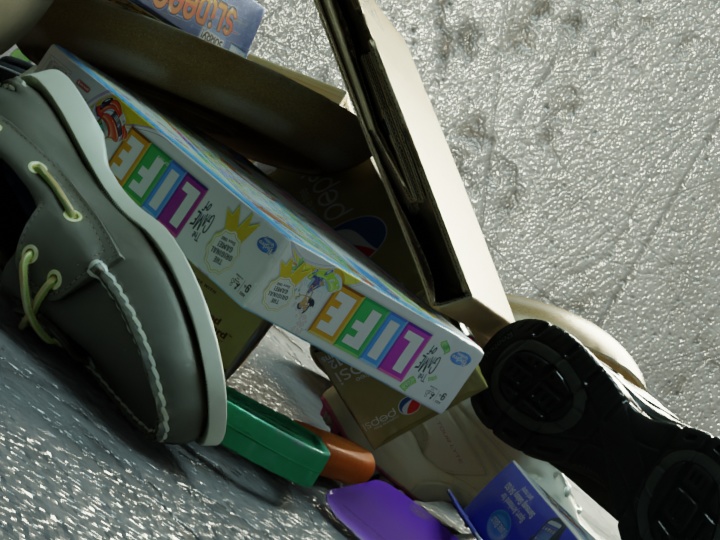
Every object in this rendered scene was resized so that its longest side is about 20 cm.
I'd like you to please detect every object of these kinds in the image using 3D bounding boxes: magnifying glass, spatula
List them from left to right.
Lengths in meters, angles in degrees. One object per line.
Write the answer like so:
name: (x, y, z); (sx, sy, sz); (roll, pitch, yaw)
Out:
magnifying glass: (-0.033, 0.071, 1.021); (0.080, 0.022, 0.200); (30, -2, 20)
spatula: (0.037, 0.122, 1.085); (0.056, 0.021, 0.200); (38, 3, 22)

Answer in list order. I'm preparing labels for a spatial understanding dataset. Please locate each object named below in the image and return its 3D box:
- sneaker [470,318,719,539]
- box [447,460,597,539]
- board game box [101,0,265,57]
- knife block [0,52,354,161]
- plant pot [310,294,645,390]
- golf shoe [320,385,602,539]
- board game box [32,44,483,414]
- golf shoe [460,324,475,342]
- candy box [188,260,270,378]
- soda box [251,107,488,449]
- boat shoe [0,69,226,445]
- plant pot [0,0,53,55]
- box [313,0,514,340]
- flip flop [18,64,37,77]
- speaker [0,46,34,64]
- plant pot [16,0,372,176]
sneaker: (0.144, 0.097, 1.135); (0.200, 0.076, 0.091); (46, 11, 29)
box: (0.120, 0.161, 1.052); (0.200, 0.041, 0.119); (46, 1, -18)
board game box: (-0.160, -0.153, 1.123); (0.200, 0.035, 0.135); (19, -5, 27)
knife block: (-0.116, -0.109, 1.362); (0.064, 0.200, 0.176); (69, 2, -61)
plant pot: (0.071, 0.051, 1.411); (0.200, 0.028, 0.200); (9, -21, 3)
golf shoe: (0.076, 0.099, 1.219); (0.200, 0.092, 0.075); (37, 2, -23)
board game box: (-0.051, -0.020, 1.041); (0.134, 0.034, 0.200); (30, 7, -45)
golf shoe: (0.058, 0.099, 1.354); (0.200, 0.077, 0.088); (45, 25, -62)
candy box: (-0.094, -0.001, 1.118); (0.115, 0.055, 0.200); (37, 3, 0)
soda box: (0.000, 0.000, 1.180); (0.068, 0.064, 0.200); (59, 5, -31)
boat shoe: (-0.112, -0.002, 0.922); (0.060, 0.072, 0.202); (-12, 46, -27)
plant pot: (-0.220, -0.141, 0.928); (0.187, 0.187, 0.200); (37, 17, -5)
box: (0.027, -0.050, 1.117); (0.200, 0.021, 0.164); (32, 37, -80)
flip flop: (-0.136, -0.109, 1.272); (0.081, 0.200, 0.058); (31, -38, 21)
speaker: (-0.214, -0.140, 1.533); (0.200, 0.089, 0.088); (34, 4, -38)
plant pot: (-0.085, -0.087, 1.150); (0.200, 0.028, 0.200); (22, -4, 2)
